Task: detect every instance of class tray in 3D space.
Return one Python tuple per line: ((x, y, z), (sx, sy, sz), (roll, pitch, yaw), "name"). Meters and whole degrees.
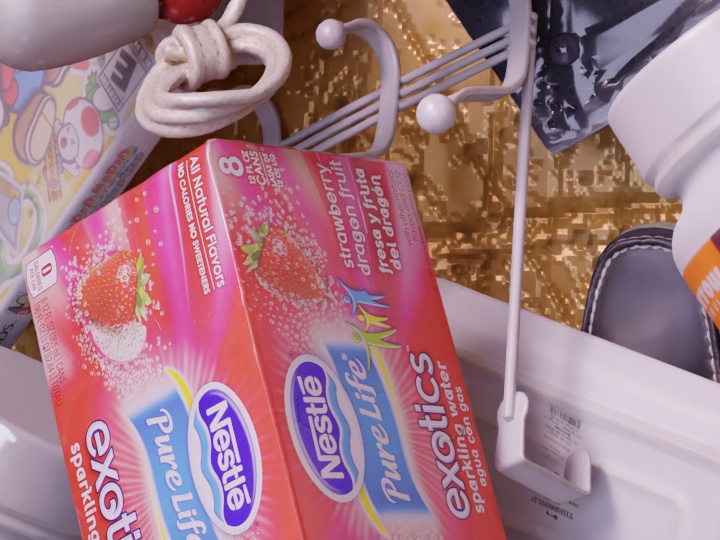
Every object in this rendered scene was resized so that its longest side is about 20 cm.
((0.073, 0.077, 1.008), (0.200, 0.022, 0.107), (21, 107, 48), "tray")

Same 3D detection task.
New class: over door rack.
((0.000, 0.000, 1.033), (0.148, 0.067, 0.200), (-25, 61, 42), "over door rack")

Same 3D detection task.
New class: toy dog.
((-0.030, -0.134, 0.982), (0.132, 0.200, 0.096), (23, 134, 46), "toy dog")

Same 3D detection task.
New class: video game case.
((-0.147, -0.087, 1.106), (0.182, 0.023, 0.200), (-52, 55, 32), "video game case")

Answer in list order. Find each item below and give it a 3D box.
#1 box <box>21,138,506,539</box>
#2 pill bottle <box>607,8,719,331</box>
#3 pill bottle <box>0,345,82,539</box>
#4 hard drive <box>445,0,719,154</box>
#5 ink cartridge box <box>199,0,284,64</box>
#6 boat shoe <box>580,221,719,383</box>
((-0.026, 0.069, 0.947), (0.100, 0.095, 0.200), (-30, 66, 38), "box")
((0.176, 0.003, 0.986), (0.114, 0.114, 0.200), (-37, 77, 17), "pill bottle")
((-0.158, 0.130, 1.052), (0.114, 0.114, 0.200), (31, 102, 19), "pill bottle")
((0.116, -0.147, 1.048), (0.200, 0.042, 0.135), (-38, 76, 19), "hard drive")
((-0.110, -0.133, 1.123), (0.200, 0.050, 0.109), (3, 91, 47), "ink cartridge box")
((0.105, 0.083, 1.040), (0.072, 0.065, 0.200), (1, 90, 22), "boat shoe")
